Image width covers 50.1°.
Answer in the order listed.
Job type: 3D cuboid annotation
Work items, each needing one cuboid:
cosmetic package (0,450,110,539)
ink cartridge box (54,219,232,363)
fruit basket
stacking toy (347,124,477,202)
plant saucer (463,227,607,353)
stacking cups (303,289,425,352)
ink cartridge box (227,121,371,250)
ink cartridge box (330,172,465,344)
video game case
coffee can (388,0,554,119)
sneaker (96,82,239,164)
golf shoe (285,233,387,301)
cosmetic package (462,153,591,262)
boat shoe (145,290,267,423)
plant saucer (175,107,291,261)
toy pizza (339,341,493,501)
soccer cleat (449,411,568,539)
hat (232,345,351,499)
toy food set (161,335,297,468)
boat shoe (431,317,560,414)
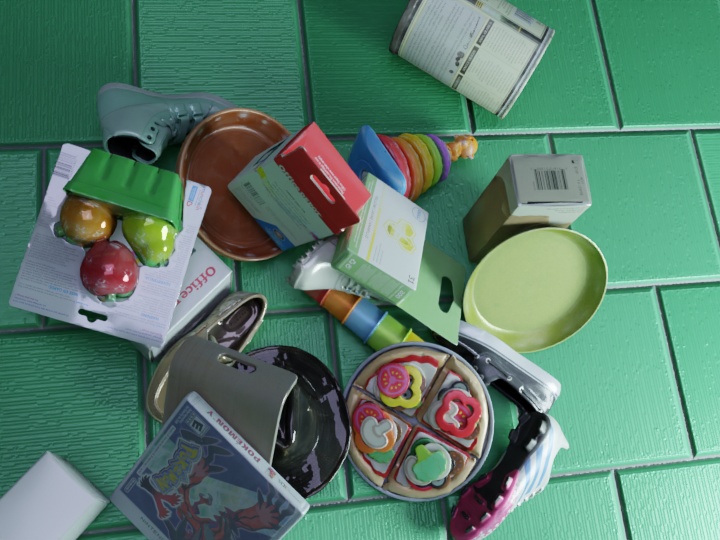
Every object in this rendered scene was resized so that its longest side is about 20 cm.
[{"bbox_3d":[-0.383,0.308,0.854,0.085,0.108,0.200,39,69,4],"label":"cosmetic package"},{"bbox_3d":[-0.280,-0.006,0.980,0.200,0.088,0.145,45,70,4],"label":"ink cartridge box"},{"bbox_3d":[-0.290,-0.030,0.907,0.183,0.094,0.203,15,85,-5],"label":"fruit basket"},{"bbox_3d":[0.087,-0.156,1.095,0.198,0.110,0.117,-23,67,-28],"label":"stacking toy"},{"bbox_3d":[0.230,0.023,1.032,0.197,0.202,0.031,0,33,-10],"label":"plant saucer"},{"bbox_3d":[0.007,0.063,1.031,0.199,0.061,0.061,39,70,7],"label":"stacking cups"},{"bbox_3d":[-0.068,-0.102,0.942,0.117,0.199,0.067,50,60,-17],"label":"ink cartridge box"},{"bbox_3d":[0.065,-0.015,0.984,0.198,0.048,0.147,31,44,-16],"label":"ink cartridge box"},{"bbox_3d":[-0.178,0.264,0.878,0.182,0.200,0.023,43,26,5],"label":"video game case"},{"bbox_3d":[0.161,-0.337,1.130,0.198,0.147,0.147,31,70,0],"label":"coffee can"},{"bbox_3d":[-0.246,-0.177,1.020,0.197,0.074,0.119,4,51,-22],"label":"sneaker"},{"bbox_3d":[0.000,0.000,0.992,0.198,0.079,0.098,-18,60,-40],"label":"golf shoe"},{"bbox_3d":[0.216,-0.078,1.031,0.103,0.200,0.072,-2,71,-9],"label":"cosmetic package"},{"bbox_3d":[-0.190,0.104,0.965,0.072,0.065,0.200,47,67,-16],"label":"boat shoe"},{"bbox_3d":[-0.154,-0.113,1.027,0.198,0.032,0.204,3,85,-36],"label":"plant saucer"},{"bbox_3d":[0.069,0.192,0.973,0.197,0.032,0.204,0,89,7],"label":"toy pizza"},{"bbox_3d":[0.198,0.277,0.990,0.086,0.070,0.201,44,81,-29],"label":"soccer cleat"},{"bbox_3d":[-0.103,0.179,0.945,0.197,0.081,0.204,1,68,-2],"label":"hat"},{"bbox_3d":[-0.154,0.190,0.893,0.142,0.060,0.203,18,111,16],"label":"toy food set"},{"bbox_3d":[0.173,0.135,1.033,0.199,0.070,0.067,33,68,-7],"label":"boat shoe"}]
